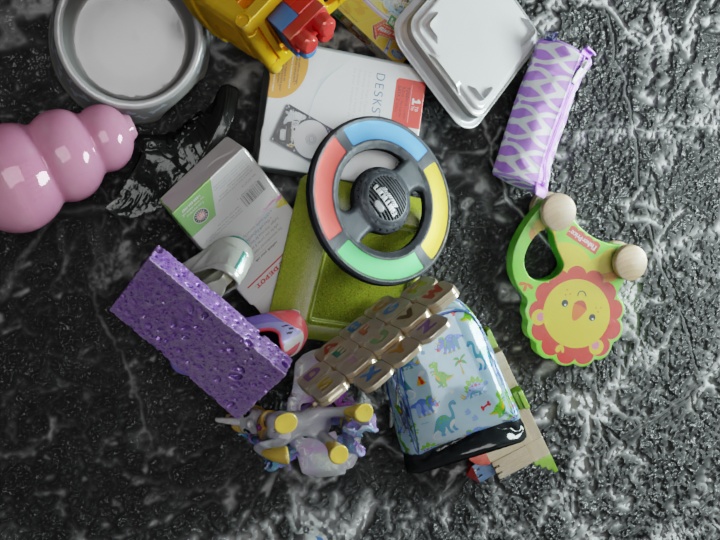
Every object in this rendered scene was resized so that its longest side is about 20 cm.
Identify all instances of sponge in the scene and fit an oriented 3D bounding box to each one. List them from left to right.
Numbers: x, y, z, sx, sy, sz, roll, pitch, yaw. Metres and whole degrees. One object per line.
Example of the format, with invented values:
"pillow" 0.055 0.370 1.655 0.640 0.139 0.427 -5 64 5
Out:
"sponge" -0.181 0.073 1.089 0.199 0.111 0.030 41 39 -10

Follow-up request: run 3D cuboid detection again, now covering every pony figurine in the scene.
"pony figurine" -0.062 0.181 1.171 0.190 0.199 0.170 -3 91 -27

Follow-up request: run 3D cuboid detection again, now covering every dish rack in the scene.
"dish rack" 0.145 -0.300 1.221 0.172 0.043 0.201 49 60 -19

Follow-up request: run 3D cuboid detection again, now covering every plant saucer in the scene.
"plant saucer" 0.000 0.000 1.193 0.197 0.048 0.204 9 100 -29

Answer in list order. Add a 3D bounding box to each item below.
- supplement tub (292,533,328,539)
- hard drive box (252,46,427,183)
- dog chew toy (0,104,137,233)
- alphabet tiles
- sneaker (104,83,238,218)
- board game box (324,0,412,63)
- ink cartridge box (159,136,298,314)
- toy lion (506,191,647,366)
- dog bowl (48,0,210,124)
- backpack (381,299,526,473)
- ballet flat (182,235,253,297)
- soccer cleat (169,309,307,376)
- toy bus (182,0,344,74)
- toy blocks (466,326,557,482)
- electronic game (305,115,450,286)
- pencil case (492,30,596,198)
"supplement tub" -0.005 0.419 1.206 0.197 0.132 0.134 21 87 -12
"hard drive box" -0.028 -0.190 1.210 0.196 0.077 0.159 7 90 -14
"dog chew toy" -0.352 -0.127 1.113 0.197 0.124 0.126 -26 97 -12
"alphabet tiles" 0.018 0.076 1.085 0.199 0.195 0.015 -39 107 -11
"sneaker" -0.227 -0.147 1.173 0.103 0.060 0.203 22 90 -17
"board game box" 0.014 -0.376 1.235 0.199 0.034 0.135 40 83 -11
"ink cartridge box" -0.136 -0.045 1.176 0.117 0.067 0.201 -43 121 -9
"toy lion" 0.277 0.022 1.300 0.198 0.069 0.193 33 92 -11
"dog bowl" -0.277 -0.280 1.159 0.196 0.059 0.205 0 91 -12
"backpack" 0.101 0.127 1.166 0.160 0.154 0.204 -15 77 0
"ballet flat" -0.202 0.029 1.126 0.199 0.070 0.070 -33 100 32
"soccer cleat" -0.155 0.092 1.151 0.197 0.076 0.068 -13 103 23
"toy bus" -0.079 -0.328 1.092 0.200 0.136 0.192 -47 62 -3
"toy blocks" 0.153 0.198 1.264 0.135 0.100 0.203 -27 97 1
"electronic game" 0.025 -0.083 1.139 0.197 0.041 0.204 6 79 -30
"pencil case" 0.241 -0.201 1.261 0.083 0.085 0.204 13 97 -47
